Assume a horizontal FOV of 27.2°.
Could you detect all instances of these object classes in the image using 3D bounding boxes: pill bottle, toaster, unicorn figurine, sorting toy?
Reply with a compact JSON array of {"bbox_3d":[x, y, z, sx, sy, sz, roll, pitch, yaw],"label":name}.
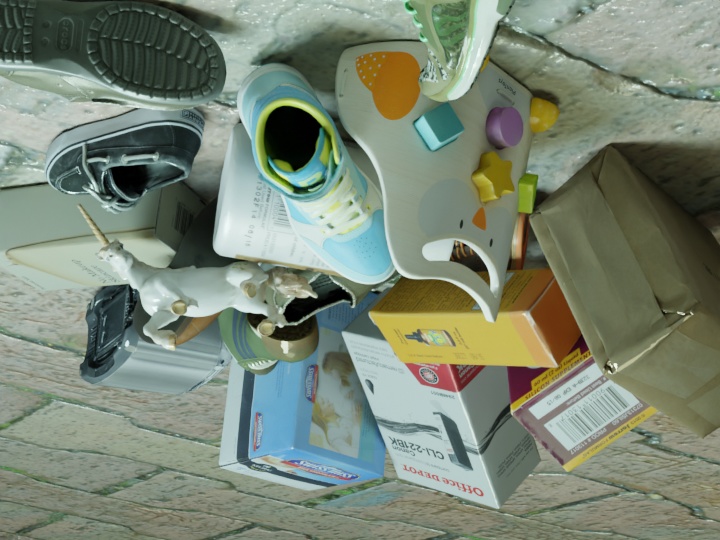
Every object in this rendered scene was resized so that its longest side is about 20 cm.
[{"bbox_3d":[-0.021,-0.054,1.274,0.198,0.115,0.114,10,158,-8],"label":"pill bottle"},{"bbox_3d":[-0.220,0.068,1.635,0.128,0.115,0.200,13,155,-26],"label":"toaster"},{"bbox_3d":[-0.148,0.015,1.286,0.199,0.074,0.137,10,-163,-19],"label":"unicorn figurine"},{"bbox_3d":[0.076,-0.060,1.143,0.106,0.181,0.199,-13,152,39],"label":"sorting toy"}]

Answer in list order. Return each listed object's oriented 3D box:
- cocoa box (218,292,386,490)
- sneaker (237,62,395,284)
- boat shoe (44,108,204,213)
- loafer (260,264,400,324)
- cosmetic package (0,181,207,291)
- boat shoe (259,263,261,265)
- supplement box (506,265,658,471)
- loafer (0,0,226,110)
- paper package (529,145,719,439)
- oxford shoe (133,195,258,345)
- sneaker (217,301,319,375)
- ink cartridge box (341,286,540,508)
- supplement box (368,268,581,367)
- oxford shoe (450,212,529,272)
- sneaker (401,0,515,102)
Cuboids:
[{"bbox_3d":[-0.054,0.120,1.592,0.133,0.202,0.131,22,153,-37],"label":"cocoa box"},{"bbox_3d":[-0.029,-0.058,1.144,0.079,0.131,0.201,-33,108,4],"label":"sneaker"},{"bbox_3d":[-0.213,-0.087,1.306,0.198,0.069,0.073,-11,152,37],"label":"boat shoe"},{"bbox_3d":[0.000,0.000,1.379,0.199,0.070,0.075,-24,138,15],"label":"loafer"},{"bbox_3d":[-0.251,-0.036,1.437,0.199,0.074,0.103,-6,155,26],"label":"cosmetic package"},{"bbox_3d":[-0.080,-0.005,1.469,0.198,0.069,0.072,2,158,11],"label":"boat shoe"},{"bbox_3d":[0.199,0.073,1.366,0.110,0.200,0.086,-37,111,19],"label":"supplement box"},{"bbox_3d":[-0.199,-0.164,1.127,0.198,0.076,0.070,12,169,-3],"label":"loafer"},{"bbox_3d":[0.256,0.021,1.266,0.103,0.191,0.200,-37,139,21],"label":"paper package"},{"bbox_3d":[-0.126,-0.011,1.378,0.200,0.071,0.071,-46,157,9],"label":"oxford shoe"},{"bbox_3d":[-0.093,0.067,1.499,0.067,0.091,0.200,-17,-153,-22],"label":"sneaker"},{"bbox_3d":[0.084,0.129,1.507,0.144,0.084,0.201,11,132,43],"label":"ink cartridge box"},{"bbox_3d":[0.103,0.042,1.336,0.199,0.069,0.067,-3,128,45],"label":"supplement box"},{"bbox_3d":[0.112,-0.012,1.404,0.072,0.072,0.200,12,158,-4],"label":"oxford shoe"},{"bbox_3d":[0.056,-0.189,1.002,0.088,0.077,0.200,21,152,-2],"label":"sneaker"}]
